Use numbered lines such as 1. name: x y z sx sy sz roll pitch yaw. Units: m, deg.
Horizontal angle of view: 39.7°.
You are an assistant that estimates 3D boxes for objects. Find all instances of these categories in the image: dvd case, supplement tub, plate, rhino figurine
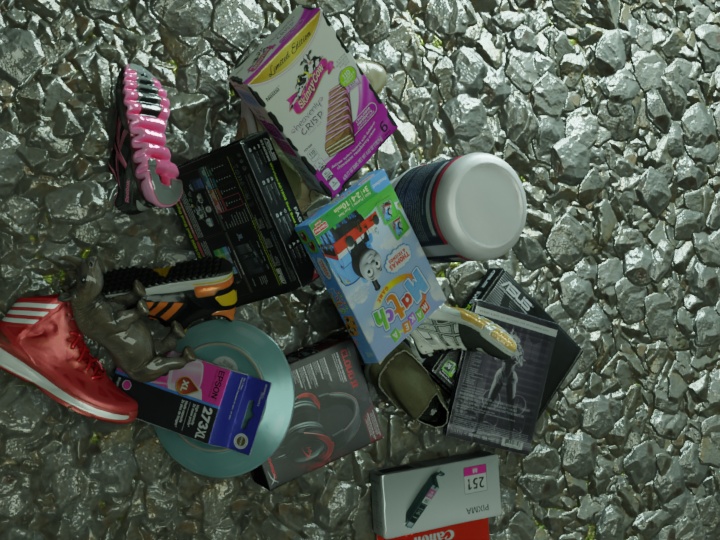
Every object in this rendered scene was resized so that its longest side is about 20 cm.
1. dvd case: 0.207 0.158 1.464 0.147 0.016 0.202 16 85 -23
2. supplement tub: 0.119 -0.080 1.365 0.139 0.199 0.142 1 88 -29
3. plate: -0.181 0.161 1.266 0.198 0.026 0.203 -2 81 14
4. rhino figurine: -0.290 0.057 1.187 0.087 0.060 0.200 -35 116 8

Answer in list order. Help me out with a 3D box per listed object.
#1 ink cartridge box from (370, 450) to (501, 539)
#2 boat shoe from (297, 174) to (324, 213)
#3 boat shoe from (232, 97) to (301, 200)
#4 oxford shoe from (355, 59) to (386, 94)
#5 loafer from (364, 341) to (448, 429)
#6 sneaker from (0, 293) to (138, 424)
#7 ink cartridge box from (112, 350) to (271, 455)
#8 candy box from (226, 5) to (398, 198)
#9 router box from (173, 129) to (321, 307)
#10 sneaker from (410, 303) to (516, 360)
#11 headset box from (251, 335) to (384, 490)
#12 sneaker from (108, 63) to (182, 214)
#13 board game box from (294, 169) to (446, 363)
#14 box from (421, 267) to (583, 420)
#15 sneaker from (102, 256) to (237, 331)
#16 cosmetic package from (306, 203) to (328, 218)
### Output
1. ink cartridge box: 0.114 0.367 1.459 0.198 0.043 0.176 -5 91 -25
2. boat shoe: -0.065 -0.133 1.359 0.200 0.065 0.072 -45 107 -18
3. boat shoe: -0.136 -0.175 1.318 0.074 0.068 0.202 15 59 -54
4. oxford shoe: -0.027 -0.257 1.353 0.199 0.075 0.071 -20 88 -41
5. loafer: 0.073 0.160 1.377 0.075 0.069 0.200 -50 140 -5
6. sneaker: -0.342 0.098 1.205 0.199 0.078 0.116 28 89 -12
7. ink cartridge box: -0.217 0.156 1.246 0.198 0.037 0.096 16 85 14
8. candy box: -0.056 -0.211 1.259 0.137 0.061 0.200 -48 127 -12
9. router box: -0.150 -0.060 1.271 0.062 0.149 0.202 -36 107 -53
10. sneaker: 0.122 0.091 1.410 0.198 0.076 0.088 25 94 20
11. headset box: -0.069 0.185 1.354 0.198 0.075 0.150 -20 97 -23
12. sneaker: -0.287 -0.162 1.252 0.079 0.095 0.202 13 60 -52
13. board game box: 0.018 -0.006 1.289 0.151 0.036 0.201 -39 110 -36
14. box: 0.216 0.133 1.501 0.200 0.047 0.194 44 76 -19
15. sneaker: -0.253 0.044 1.256 0.198 0.070 0.091 -9 116 -2
16. cosmetic package: 0.000 0.000 1.369 0.082 0.051 0.202 -21 90 0
